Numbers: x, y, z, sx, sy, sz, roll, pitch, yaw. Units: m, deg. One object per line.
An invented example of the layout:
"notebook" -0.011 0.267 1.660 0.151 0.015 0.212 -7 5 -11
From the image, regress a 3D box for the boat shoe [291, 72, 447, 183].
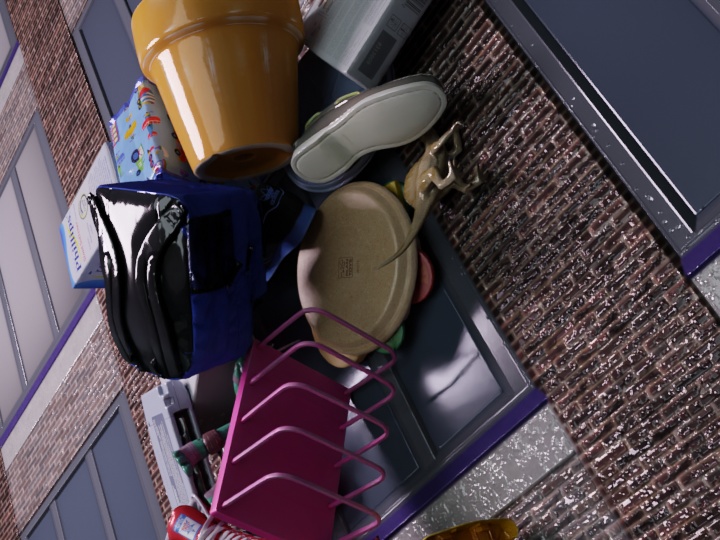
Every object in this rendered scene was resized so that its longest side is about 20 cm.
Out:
"boat shoe" 0.006 -0.162 0.907 0.200 0.072 0.061 -23 43 35

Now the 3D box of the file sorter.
"file sorter" -0.046 0.161 0.870 0.125 0.138 0.203 -37 33 41

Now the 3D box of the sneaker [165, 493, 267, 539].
"sneaker" -0.146 0.298 0.917 0.199 0.113 0.072 -24 26 51

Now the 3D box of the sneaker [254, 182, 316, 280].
"sneaker" -0.122 -0.044 1.039 0.200 0.077 0.071 -44 19 55

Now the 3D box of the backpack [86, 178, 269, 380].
"backpack" -0.182 0.008 0.920 0.161 0.166 0.205 10 105 42

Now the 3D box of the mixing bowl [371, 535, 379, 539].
"mixing bowl" -0.019 0.370 0.824 0.200 0.106 0.205 172 90 -89

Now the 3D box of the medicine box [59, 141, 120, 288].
"medicine box" -0.288 -0.068 1.164 0.200 0.180 0.104 -45 57 41

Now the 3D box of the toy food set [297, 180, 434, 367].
"toy food set" 0.000 0.000 0.963 0.196 0.048 0.204 -26 67 42

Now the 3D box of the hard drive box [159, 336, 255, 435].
"hard drive box" -0.209 0.105 1.102 0.157 0.076 0.202 59 148 32

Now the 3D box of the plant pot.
"plant pot" -0.148 -0.211 0.981 0.198 0.198 0.187 -22 77 42

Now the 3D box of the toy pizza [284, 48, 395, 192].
"toy pizza" -0.028 -0.191 1.019 0.198 0.031 0.205 -13 71 42

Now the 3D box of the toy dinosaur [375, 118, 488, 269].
"toy dinosaur" 0.076 -0.090 0.884 0.100 0.058 0.204 -18 53 47

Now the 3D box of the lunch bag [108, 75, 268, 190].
"lunch bag" -0.201 -0.133 1.078 0.094 0.198 0.153 -40 55 33

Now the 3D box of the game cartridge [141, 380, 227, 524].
"game cartridge" -0.225 0.244 1.077 0.133 0.041 0.204 -30 77 65

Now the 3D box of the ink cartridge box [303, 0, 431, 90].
"ink cartridge box" 0.007 -0.306 0.978 0.161 0.047 0.200 -57 31 10

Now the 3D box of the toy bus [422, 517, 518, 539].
"toy bus" 0.092 0.356 0.789 0.192 0.133 0.203 -49 50 51

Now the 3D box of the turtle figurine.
"turtle figurine" -0.118 0.187 1.010 0.150 0.199 0.101 47 164 7
